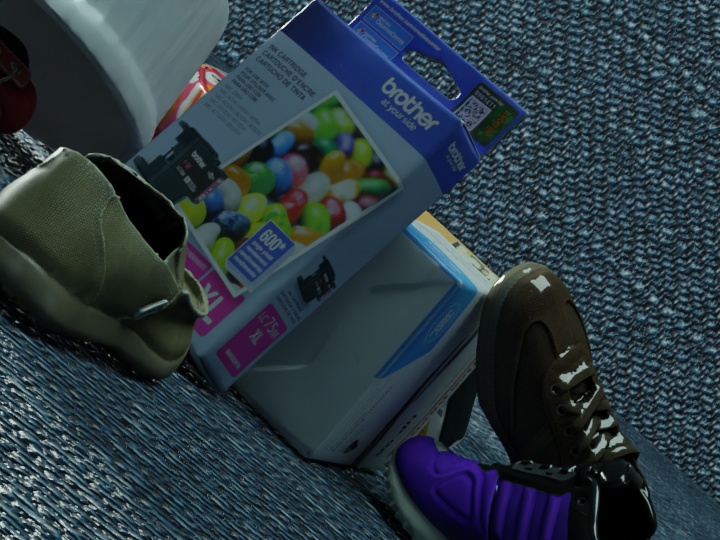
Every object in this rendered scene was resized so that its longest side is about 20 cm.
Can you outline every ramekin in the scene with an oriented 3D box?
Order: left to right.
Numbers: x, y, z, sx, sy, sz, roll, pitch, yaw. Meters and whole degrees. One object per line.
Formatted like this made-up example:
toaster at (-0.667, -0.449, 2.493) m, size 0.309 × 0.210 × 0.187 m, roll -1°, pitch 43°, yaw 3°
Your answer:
ramekin at (-0.164, -0.156, 1.573) m, size 0.200 × 0.098 × 0.201 m, roll 35°, pitch -19°, yaw 14°

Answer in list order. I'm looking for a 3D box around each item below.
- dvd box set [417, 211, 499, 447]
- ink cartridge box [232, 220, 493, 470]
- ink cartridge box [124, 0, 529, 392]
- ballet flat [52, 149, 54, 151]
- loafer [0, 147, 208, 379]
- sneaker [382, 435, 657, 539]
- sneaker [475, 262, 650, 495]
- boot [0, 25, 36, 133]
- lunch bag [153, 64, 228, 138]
dvd box set at (0.000, 0.000, 1.817) m, size 0.200 × 0.029 × 0.147 m, roll 44°, pitch -35°, yaw 25°
ink cartridge box at (0.013, 0.037, 1.518) m, size 0.068 × 0.116 × 0.200 m, roll 43°, pitch 5°, yaw 14°
ink cartridge box at (-0.031, -0.049, 1.423) m, size 0.119 × 0.200 × 0.042 m, roll 43°, pitch -12°, yaw 35°
ballet flat at (-0.177, -0.120, 1.773) m, size 0.076 × 0.064 × 0.200 m, roll 38°, pitch 5°, yaw -31°
loafer at (-0.101, -0.005, 1.252) m, size 0.076 × 0.067 × 0.200 m, roll 42°, pitch 4°, yaw 12°
sneaker at (0.091, 0.124, 1.431) m, size 0.070 × 0.100 × 0.200 m, roll 40°, pitch 4°, yaw -41°
sneaker at (0.113, 0.091, 1.492) m, size 0.075 × 0.070 × 0.201 m, roll 11°, pitch -59°, yaw 41°
boot at (-0.213, -0.121, 1.449) m, size 0.144 × 0.072 × 0.200 m, roll 42°, pitch 1°, yaw -8°
lunch bag at (-0.058, -0.054, 2.044) m, size 0.200 × 0.082 × 0.176 m, roll 41°, pitch 5°, yaw -13°
